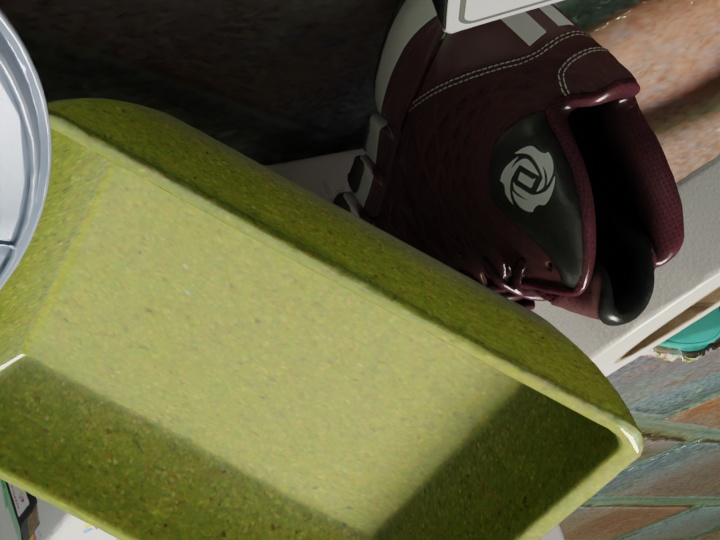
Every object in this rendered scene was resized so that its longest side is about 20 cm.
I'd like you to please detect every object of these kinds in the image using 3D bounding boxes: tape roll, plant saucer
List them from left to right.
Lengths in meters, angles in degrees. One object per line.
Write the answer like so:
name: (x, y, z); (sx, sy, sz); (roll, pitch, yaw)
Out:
plant saucer: (-0.034, 0.035, 0.566); (0.200, 0.048, 0.200); (29, 141, -6)
tape roll: (0.135, -0.008, 0.681); (0.203, 0.037, 0.203); (-31, 170, -6)

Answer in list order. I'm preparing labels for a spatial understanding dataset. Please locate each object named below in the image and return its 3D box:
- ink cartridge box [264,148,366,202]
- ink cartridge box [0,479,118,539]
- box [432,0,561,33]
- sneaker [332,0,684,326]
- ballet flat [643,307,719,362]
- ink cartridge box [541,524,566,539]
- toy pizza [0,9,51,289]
ink cartridge box: (0.000, 0.000, 0.712); (0.200, 0.067, 0.117); (-13, 162, -31)
ink cartridge box: (-0.097, 0.083, 0.849); (0.145, 0.084, 0.200); (-10, 161, -27)
box: (0.067, -0.136, 0.389); (0.116, 0.060, 0.200); (-17, 163, -6)
sneaker: (0.042, 0.007, 0.576); (0.076, 0.115, 0.200); (-13, 129, -35)
ballet flat: (0.183, 0.014, 0.964); (0.200, 0.076, 0.064); (-2, 173, -36)
ink cartridge box: (0.118, 0.282, 1.495); (0.147, 0.200, 0.083); (-19, 162, -1)
toy pizza: (-0.180, -0.026, 0.446); (0.200, 0.032, 0.200); (-13, 140, -11)
